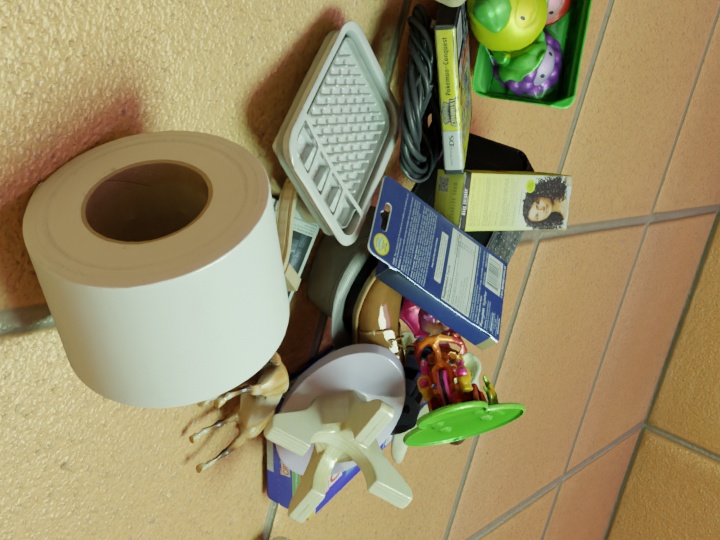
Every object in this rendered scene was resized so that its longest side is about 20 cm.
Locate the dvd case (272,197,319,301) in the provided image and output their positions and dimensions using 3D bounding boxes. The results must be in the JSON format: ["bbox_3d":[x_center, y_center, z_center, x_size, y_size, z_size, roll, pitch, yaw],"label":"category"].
[{"bbox_3d":[-0.122,0.018,1.182,0.150,0.025,0.201,19,93,-61],"label":"dvd case"}]

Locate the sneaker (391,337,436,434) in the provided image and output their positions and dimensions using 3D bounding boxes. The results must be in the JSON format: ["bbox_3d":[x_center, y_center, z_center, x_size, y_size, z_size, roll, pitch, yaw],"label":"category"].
[{"bbox_3d":[0.057,0.142,1.382,0.200,0.074,0.083,-39,137,-54],"label":"sneaker"}]

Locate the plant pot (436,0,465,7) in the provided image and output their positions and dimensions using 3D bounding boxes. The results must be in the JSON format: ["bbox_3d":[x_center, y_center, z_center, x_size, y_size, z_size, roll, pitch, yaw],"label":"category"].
[{"bbox_3d":[0.081,-0.391,1.078,0.200,0.199,0.177,-51,159,-27],"label":"plant pot"}]

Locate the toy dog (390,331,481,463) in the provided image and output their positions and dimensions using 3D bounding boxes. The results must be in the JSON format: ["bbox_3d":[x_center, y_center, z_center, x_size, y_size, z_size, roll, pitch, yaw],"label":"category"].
[{"bbox_3d":[0.111,0.200,1.590,0.200,0.139,0.195,52,49,-69],"label":"toy dog"}]

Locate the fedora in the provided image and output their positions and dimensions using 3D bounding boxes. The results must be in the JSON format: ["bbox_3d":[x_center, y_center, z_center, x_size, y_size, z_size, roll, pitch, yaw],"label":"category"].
[{"bbox_3d":[0.000,0.000,1.308,0.200,0.090,0.177,-58,150,-2],"label":"fedora"}]

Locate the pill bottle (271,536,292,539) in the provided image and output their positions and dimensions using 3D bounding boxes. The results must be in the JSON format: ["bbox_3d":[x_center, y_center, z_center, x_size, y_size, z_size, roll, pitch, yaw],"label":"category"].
[{"bbox_3d":[-0.142,0.437,1.363,0.200,0.109,0.110,-42,143,-39],"label":"pill bottle"}]

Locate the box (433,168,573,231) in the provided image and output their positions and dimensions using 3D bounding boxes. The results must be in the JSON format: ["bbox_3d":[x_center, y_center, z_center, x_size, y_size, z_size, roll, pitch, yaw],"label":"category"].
[{"bbox_3d":[0.180,-0.088,1.342,0.199,0.050,0.076,-4,103,-39],"label":"box"}]

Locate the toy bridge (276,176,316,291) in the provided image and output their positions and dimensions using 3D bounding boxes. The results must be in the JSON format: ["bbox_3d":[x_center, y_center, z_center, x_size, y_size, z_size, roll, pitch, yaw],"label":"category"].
[{"bbox_3d":[-0.059,-0.078,1.176,0.067,0.027,0.200,57,46,-47],"label":"toy bridge"}]

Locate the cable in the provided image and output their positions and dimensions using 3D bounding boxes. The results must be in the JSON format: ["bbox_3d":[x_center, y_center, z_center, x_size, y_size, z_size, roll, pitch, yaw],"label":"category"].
[{"bbox_3d":[0.076,-0.203,1.256,0.163,0.051,0.201,53,42,-80],"label":"cable"}]

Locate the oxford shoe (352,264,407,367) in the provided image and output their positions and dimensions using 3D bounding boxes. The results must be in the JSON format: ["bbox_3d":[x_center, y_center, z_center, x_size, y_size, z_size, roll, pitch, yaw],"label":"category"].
[{"bbox_3d":[0.030,0.076,1.260,0.071,0.071,0.201,-20,131,-45],"label":"oxford shoe"}]

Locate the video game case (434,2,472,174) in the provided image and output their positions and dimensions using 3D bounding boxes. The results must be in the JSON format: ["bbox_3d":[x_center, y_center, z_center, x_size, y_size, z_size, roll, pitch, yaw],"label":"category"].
[{"bbox_3d":[0.113,-0.239,1.288,0.200,0.025,0.181,-75,161,-57],"label":"video game case"}]

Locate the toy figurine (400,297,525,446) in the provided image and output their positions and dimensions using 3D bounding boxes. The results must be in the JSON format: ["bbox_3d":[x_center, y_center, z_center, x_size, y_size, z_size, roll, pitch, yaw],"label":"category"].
[{"bbox_3d":[0.095,0.097,1.280,0.200,0.150,0.185,43,30,-68],"label":"toy figurine"}]

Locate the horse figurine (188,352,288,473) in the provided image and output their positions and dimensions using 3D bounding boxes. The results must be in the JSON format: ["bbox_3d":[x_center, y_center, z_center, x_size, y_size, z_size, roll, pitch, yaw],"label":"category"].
[{"bbox_3d":[-0.127,0.144,1.201,0.132,0.050,0.200,-28,150,-37],"label":"horse figurine"}]

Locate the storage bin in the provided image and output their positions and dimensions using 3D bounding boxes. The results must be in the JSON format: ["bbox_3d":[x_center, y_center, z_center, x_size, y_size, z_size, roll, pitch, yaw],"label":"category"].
[{"bbox_3d":[0.142,-0.072,1.454,0.200,0.135,0.094,-62,152,-9],"label":"storage bin"}]

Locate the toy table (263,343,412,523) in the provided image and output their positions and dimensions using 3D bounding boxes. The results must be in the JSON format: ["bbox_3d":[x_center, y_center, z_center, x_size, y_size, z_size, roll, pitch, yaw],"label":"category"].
[{"bbox_3d":[-0.023,0.190,1.220,0.117,0.183,0.200,-88,-160,-61],"label":"toy table"}]

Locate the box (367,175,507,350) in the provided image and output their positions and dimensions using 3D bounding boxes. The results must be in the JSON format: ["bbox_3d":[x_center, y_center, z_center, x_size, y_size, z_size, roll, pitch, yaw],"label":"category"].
[{"bbox_3d":[0.084,-0.010,1.225,0.200,0.032,0.121,36,46,-24],"label":"box"}]

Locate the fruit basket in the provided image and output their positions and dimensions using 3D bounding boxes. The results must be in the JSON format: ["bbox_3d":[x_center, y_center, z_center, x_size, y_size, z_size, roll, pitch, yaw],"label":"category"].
[{"bbox_3d":[0.211,-0.315,1.363,0.216,0.155,0.216,10,90,-85],"label":"fruit basket"}]

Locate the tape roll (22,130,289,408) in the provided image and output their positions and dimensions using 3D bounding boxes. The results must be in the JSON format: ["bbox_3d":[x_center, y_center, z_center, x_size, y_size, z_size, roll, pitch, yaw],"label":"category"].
[{"bbox_3d":[-0.166,-0.005,0.904,0.203,0.202,0.139,-45,146,-35],"label":"tape roll"}]

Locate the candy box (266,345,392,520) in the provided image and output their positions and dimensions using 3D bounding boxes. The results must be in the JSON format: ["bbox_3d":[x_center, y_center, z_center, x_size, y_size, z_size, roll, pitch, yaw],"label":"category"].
[{"bbox_3d":[-0.035,0.195,1.405,0.200,0.077,0.170,-34,137,-45],"label":"candy box"}]

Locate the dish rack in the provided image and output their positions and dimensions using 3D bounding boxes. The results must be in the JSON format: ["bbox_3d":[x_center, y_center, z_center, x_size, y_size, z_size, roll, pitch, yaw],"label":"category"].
[{"bbox_3d":[-0.027,-0.146,1.154,0.172,0.043,0.200,58,46,-45],"label":"dish rack"}]
